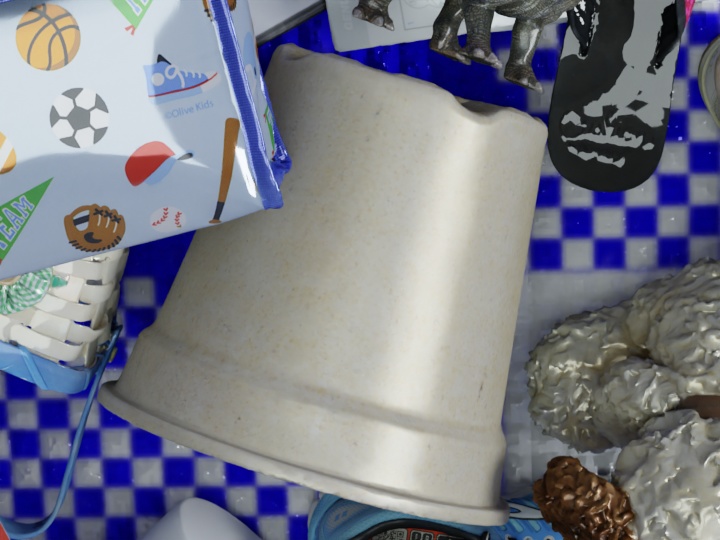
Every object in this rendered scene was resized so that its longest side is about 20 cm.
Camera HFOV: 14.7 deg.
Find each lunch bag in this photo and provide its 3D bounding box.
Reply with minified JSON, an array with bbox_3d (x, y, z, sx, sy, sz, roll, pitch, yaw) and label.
[{"bbox_3d":[-0.133,-0.107,1.158,0.169,0.124,0.201,-13,103,1],"label":"lunch bag"}]

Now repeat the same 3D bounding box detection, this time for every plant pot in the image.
[{"bbox_3d":[0.000,0.000,1.291,0.200,0.200,0.184,17,93,0],"label":"plant pot"}]

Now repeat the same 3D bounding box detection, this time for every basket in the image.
[{"bbox_3d":[-0.197,0.011,1.319,0.176,0.139,0.201,22,110,-1],"label":"basket"}]

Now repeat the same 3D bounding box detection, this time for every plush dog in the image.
[{"bbox_3d":[0.173,0.080,1.271,0.199,0.172,0.161,14,144,-1],"label":"plush dog"}]

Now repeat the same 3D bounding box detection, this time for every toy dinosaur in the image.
[{"bbox_3d":[0.056,-0.145,1.248,0.077,0.200,0.103,21,93,-44],"label":"toy dinosaur"}]

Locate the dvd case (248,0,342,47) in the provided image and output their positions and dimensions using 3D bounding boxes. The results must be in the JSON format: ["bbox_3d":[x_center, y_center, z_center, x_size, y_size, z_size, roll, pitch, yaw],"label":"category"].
[{"bbox_3d":[-0.102,-0.152,1.275,0.200,0.018,0.143,-33,102,-29],"label":"dvd case"}]

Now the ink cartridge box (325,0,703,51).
[{"bbox_3d":[0.074,-0.195,1.302,0.199,0.047,0.161,-8,104,10],"label":"ink cartridge box"}]

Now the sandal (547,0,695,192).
[{"bbox_3d":[0.122,-0.130,1.265,0.075,0.045,0.201,6,106,6],"label":"sandal"}]

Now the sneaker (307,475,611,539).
[{"bbox_3d":[0.071,0.147,1.358,0.199,0.090,0.079,2,104,3],"label":"sneaker"}]

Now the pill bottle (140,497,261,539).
[{"bbox_3d":[-0.123,0.213,1.377,0.113,0.113,0.200,44,103,-7],"label":"pill bottle"}]

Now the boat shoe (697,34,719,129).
[{"bbox_3d":[0.231,-0.029,1.317,0.072,0.065,0.200,-37,98,12],"label":"boat shoe"}]

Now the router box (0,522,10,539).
[{"bbox_3d":[-0.205,0.162,1.273,0.049,0.180,0.200,-16,146,-28],"label":"router box"}]
